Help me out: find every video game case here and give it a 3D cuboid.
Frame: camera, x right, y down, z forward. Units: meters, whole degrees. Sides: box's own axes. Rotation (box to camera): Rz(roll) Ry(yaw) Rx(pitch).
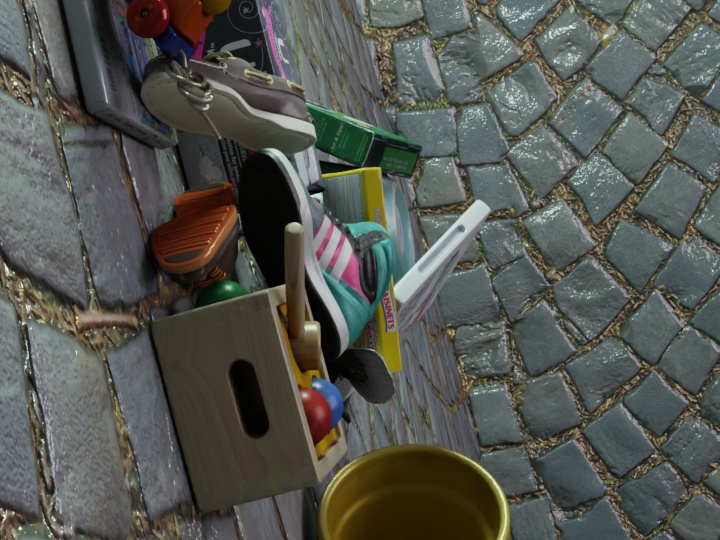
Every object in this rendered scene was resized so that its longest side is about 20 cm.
[{"bbox_3d":[-0.209,-0.211,1.157,0.182,0.022,0.201,25,50,-79],"label":"video game case"},{"bbox_3d":[0.053,0.034,1.501,0.182,0.024,0.200,-46,170,-39],"label":"video game case"}]

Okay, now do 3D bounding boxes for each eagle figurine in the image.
[{"bbox_3d":[-0.057,0.054,1.372,0.151,0.151,0.201,43,32,-35],"label":"eagle figurine"}]

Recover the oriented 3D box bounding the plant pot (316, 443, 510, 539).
[{"bbox_3d":[0.055,0.320,1.481,0.201,0.200,0.189,-95,-177,-50],"label":"plant pot"}]

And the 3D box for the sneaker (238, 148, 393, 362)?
[{"bbox_3d":[-0.031,-0.031,1.266,0.121,0.083,0.201,-38,115,-48],"label":"sneaker"}]

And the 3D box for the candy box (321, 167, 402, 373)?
[{"bbox_3d":[0.000,0.000,1.389,0.102,0.026,0.201,0,-83,62],"label":"candy box"}]

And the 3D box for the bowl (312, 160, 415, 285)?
[{"bbox_3d":[-0.001,-0.033,1.544,0.201,0.105,0.202,-8,90,-79],"label":"bowl"}]

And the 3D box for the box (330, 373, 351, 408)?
[{"bbox_3d":[-0.050,0.074,1.621,0.200,0.051,0.158,-59,135,-78],"label":"box"}]

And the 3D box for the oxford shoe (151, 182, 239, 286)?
[{"bbox_3d":[-0.130,-0.018,1.190,0.200,0.071,0.073,-81,159,-72],"label":"oxford shoe"}]

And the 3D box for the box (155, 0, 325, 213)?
[{"bbox_3d":[-0.118,-0.161,1.356,0.132,0.114,0.201,-20,95,-82],"label":"box"}]

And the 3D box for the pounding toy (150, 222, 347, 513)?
[{"bbox_3d":[-0.076,0.074,1.135,0.184,0.142,0.201,-17,92,-82],"label":"pounding toy"}]

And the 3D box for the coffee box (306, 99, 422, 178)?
[{"bbox_3d":[-0.043,-0.158,1.536,0.123,0.199,0.044,5,108,-62],"label":"coffee box"}]

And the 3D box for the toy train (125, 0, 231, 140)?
[{"bbox_3d":[-0.121,-0.212,1.085,0.200,0.116,0.085,53,7,13],"label":"toy train"}]

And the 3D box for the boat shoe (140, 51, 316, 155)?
[{"bbox_3d":[-0.114,-0.153,1.206,0.200,0.072,0.060,14,61,-49],"label":"boat shoe"}]
